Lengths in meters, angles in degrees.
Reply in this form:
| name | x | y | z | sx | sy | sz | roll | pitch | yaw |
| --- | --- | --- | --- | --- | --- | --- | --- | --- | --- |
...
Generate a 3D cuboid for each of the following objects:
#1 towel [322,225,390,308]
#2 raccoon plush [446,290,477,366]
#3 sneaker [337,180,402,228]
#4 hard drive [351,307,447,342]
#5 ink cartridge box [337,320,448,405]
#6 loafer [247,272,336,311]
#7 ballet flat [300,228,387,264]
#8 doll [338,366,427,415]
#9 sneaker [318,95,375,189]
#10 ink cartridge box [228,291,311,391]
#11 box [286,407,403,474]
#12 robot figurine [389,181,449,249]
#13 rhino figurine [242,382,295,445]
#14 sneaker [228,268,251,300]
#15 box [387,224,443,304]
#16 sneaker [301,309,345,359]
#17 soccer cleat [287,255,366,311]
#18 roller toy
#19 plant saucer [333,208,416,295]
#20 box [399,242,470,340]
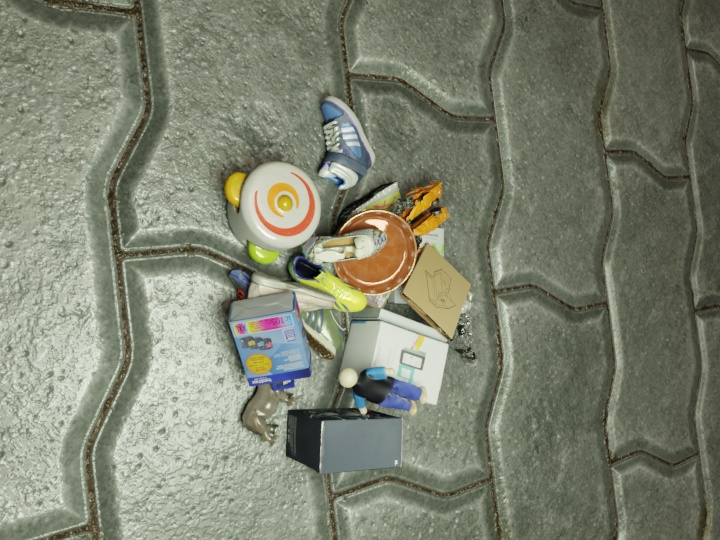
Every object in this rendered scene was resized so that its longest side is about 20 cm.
| name | x | y | z | sx | sy | sz | roll | pitch | yaw |
| --- | --- | --- | --- | --- | --- | --- | --- | --- | --- |
| towel | 0.000 | 0.000 | 1.342 | 0.199 | 0.023 | 0.145 | 32 | 88 | -20 |
| raccoon plush | 0.268 | 0.144 | 1.490 | 0.135 | 0.096 | 0.201 | -62 | 144 | -28 |
| sneaker | 0.033 | -0.139 | 1.370 | 0.199 | 0.078 | 0.091 | -33 | 108 | -26 |
| hard drive | 0.094 | 0.132 | 1.345 | 0.198 | 0.131 | 0.027 | 23 | 75 | -26 |
| ink cartridge box | 0.077 | 0.215 | 1.320 | 0.198 | 0.146 | 0.148 | 21 | 76 | -27 |
| loafer | -0.146 | 0.057 | 1.186 | 0.198 | 0.072 | 0.064 | 18 | 96 | -31 |
| ballet flat | -0.029 | -0.045 | 1.232 | 0.197 | 0.072 | 0.073 | -8 | 89 | -13 |
| doll | 0.040 | 0.253 | 1.184 | 0.198 | 0.049 | 0.137 | 25 | 117 | -25 |
| sneaker | -0.060 | -0.291 | 1.326 | 0.147 | 0.080 | 0.201 | -47 | 113 | -29 |
| ink cartridge box | -0.175 | 0.153 | 1.144 | 0.134 | 0.077 | 0.202 | -9 | 123 | 1 |
| box | -0.037 | 0.362 | 1.221 | 0.197 | 0.181 | 0.106 | 6 | 83 | -30 |
| robot figurine | 0.135 | -0.129 | 1.381 | 0.199 | 0.058 | 0.147 | -35 | 121 | -29 |
| rhino figurine | -0.185 | 0.263 | 1.214 | 0.087 | 0.060 | 0.202 | 29 | 68 | -12 |
| sneaker | -0.231 | 0.090 | 1.199 | 0.078 | 0.075 | 0.202 | -30 | 99 | -25 |
| box | 0.143 | -0.013 | 1.441 | 0.154 | 0.041 | 0.204 | 5 | 82 | -30 |
| sneaker | -0.111 | 0.103 | 1.276 | 0.200 | 0.067 | 0.090 | 48 | 52 | -14 |
| soccer cleat | -0.074 | 0.032 | 1.257 | 0.198 | 0.084 | 0.065 | 30 | 70 | -2 |
| roller toy | -0.184 | -0.136 | 1.207 | 0.181 | 0.139 | 0.202 | -33 | 101 | -28 |
| plant saucer | 0.032 | -0.042 | 1.303 | 0.197 | 0.032 | 0.204 | -2 | 105 | -9 |
| box | 0.187 | 0.047 | 1.370 | 0.163 | 0.021 | 0.201 | 42 | 43 | -10 |
